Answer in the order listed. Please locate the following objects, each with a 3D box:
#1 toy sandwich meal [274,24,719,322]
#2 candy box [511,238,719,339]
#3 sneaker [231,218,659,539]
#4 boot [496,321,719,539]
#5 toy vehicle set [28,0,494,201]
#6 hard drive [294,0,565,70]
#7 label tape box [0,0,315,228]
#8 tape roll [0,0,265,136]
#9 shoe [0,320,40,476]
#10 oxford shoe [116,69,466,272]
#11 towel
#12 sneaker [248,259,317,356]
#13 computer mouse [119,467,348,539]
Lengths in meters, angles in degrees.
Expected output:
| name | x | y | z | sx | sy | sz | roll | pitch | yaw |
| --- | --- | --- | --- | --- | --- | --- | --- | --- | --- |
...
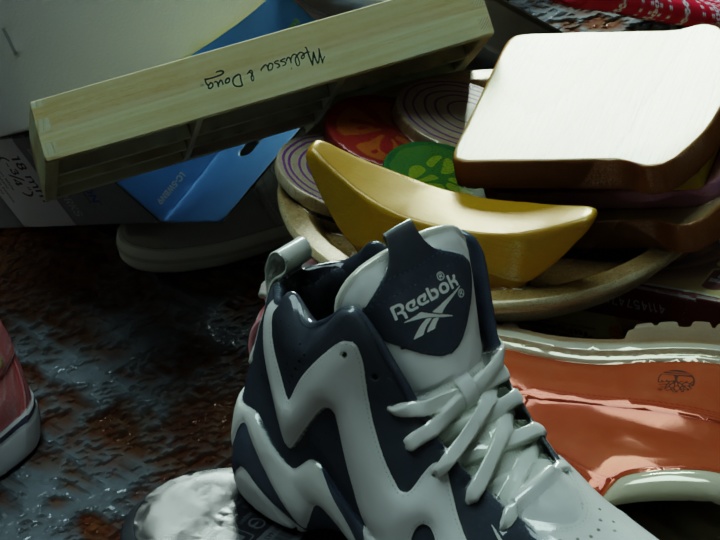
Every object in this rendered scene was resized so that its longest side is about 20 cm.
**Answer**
| name | x | y | z | sx | sy | sz | roll | pitch | yaw |
| --- | --- | --- | --- | --- | --- | --- | --- | --- | --- |
| toy sandwich meal | 0.063 | -0.051 | 1.207 | 0.203 | 0.071 | 0.206 | -2 | 34 | 1 |
| candy box | 0.157 | -0.028 | 1.277 | 0.115 | 0.056 | 0.200 | 10 | 39 | 33 |
| sneaker | 0.034 | 0.050 | 1.047 | 0.079 | 0.130 | 0.199 | -27 | 42 | -35 |
| boot | 0.065 | 0.076 | 1.130 | 0.198 | 0.075 | 0.108 | -5 | 36 | 13 |
| toy vehicle set | -0.047 | -0.078 | 1.282 | 0.199 | 0.027 | 0.124 | -17 | -4 | -7 |
| hard drive | 0.012 | -0.132 | 1.459 | 0.199 | 0.132 | 0.026 | 19 | 87 | 45 |
| label tape box | -0.107 | -0.090 | 1.420 | 0.199 | 0.063 | 0.144 | -2 | 42 | 47 |
| tape roll | -0.124 | -0.143 | 1.358 | 0.201 | 0.071 | 0.203 | -23 | 22 | 10 |
| shoe | -0.222 | 0.076 | 1.228 | 0.071 | 0.092 | 0.200 | 15 | 41 | 40 |
| oxford shoe | -0.029 | -0.056 | 1.404 | 0.199 | 0.058 | 0.075 | -24 | 33 | -13 |
| towel | 0.125 | -0.137 | 1.407 | 0.199 | 0.023 | 0.144 | 5 | 13 | -43 |
| sneaker | 0.000 | 0.000 | 1.276 | 0.104 | 0.076 | 0.201 | -8 | 34 | 1 |
| computer mouse | -0.005 | 0.136 | 1.082 | 0.199 | 0.053 | 0.138 | 22 | 39 | 31 |
